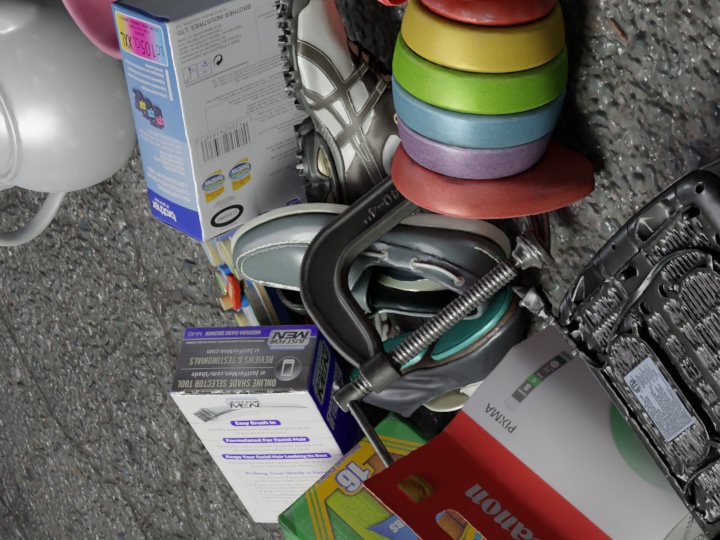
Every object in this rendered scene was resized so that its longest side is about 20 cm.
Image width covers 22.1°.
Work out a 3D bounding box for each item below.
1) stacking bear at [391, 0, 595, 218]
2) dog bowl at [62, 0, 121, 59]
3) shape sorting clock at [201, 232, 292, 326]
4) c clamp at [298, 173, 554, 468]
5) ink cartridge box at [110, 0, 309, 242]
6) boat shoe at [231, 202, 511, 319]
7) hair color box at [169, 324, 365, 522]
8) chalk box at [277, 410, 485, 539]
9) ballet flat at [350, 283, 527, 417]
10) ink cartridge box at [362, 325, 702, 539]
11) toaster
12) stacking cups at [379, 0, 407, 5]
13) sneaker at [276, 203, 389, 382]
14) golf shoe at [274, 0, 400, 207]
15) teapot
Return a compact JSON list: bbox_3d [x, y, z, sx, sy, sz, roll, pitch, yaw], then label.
[{"bbox_3d":[0.075,-0.142,1.088,0.121,0.113,0.201,33,133,40],"label":"stacking bear"},{"bbox_3d":[-0.175,-0.250,1.404,0.200,0.074,0.201,36,140,37],"label":"dog bowl"},{"bbox_3d":[-0.093,0.020,1.469,0.200,0.039,0.201,158,90,-80],"label":"shape sorting clock"},{"bbox_3d":[0.047,0.011,1.183,0.171,0.200,0.027,48,-176,29],"label":"c clamp"},{"bbox_3d":[-0.088,-0.112,1.316,0.076,0.136,0.201,25,132,48],"label":"ink cartridge box"},{"bbox_3d":[0.000,0.000,1.241,0.199,0.062,0.073,2,145,19],"label":"boat shoe"},{"bbox_3d":[-0.057,0.120,1.403,0.109,0.065,0.200,-2,146,17],"label":"hair color box"},{"bbox_3d":[0.058,0.224,1.331,0.200,0.124,0.124,37,161,36],"label":"chalk box"},{"bbox_3d":[0.070,0.063,1.289,0.200,0.073,0.073,-28,89,53],"label":"ballet flat"},{"bbox_3d":[0.126,0.114,1.104,0.161,0.200,0.050,40,141,33],"label":"ink cartridge box"},{"bbox_3d":[0.212,0.030,0.993,0.200,0.118,0.181,55,147,12],"label":"toaster"},{"bbox_3d":[-0.039,-0.233,1.234,0.200,0.060,0.061,39,141,30],"label":"stacking cups"},{"bbox_3d":[-0.028,0.017,1.369,0.074,0.087,0.200,42,143,31],"label":"sneaker"},{"bbox_3d":[-0.006,-0.127,1.239,0.078,0.094,0.201,-95,-4,-53],"label":"golf shoe"},{"bbox_3d":[-0.295,-0.143,1.591,0.201,0.146,0.197,62,149,1],"label":"teapot"}]
